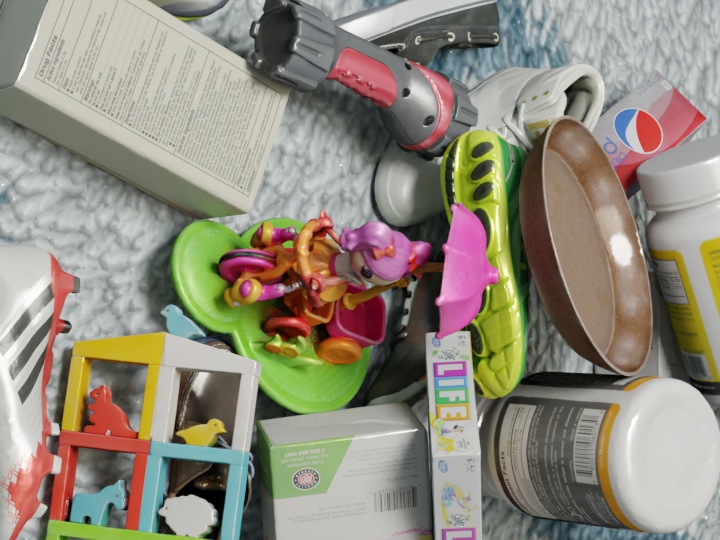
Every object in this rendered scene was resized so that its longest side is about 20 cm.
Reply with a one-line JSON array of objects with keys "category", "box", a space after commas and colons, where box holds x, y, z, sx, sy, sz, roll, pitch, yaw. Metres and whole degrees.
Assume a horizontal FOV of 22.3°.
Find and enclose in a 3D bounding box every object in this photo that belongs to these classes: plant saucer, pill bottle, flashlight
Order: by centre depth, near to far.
[{"category": "flashlight", "box": [0.003, -0.135, 1.333, 0.200, 0.068, 0.068, 17, 108, -49]}, {"category": "plant saucer", "box": [0.166, -0.016, 1.371, 0.200, 0.034, 0.201, 40, 43, -50]}, {"category": "pill bottle", "box": [0.170, 0.137, 1.414, 0.116, 0.200, 0.117, 0, 89, -38]}, {"category": "pill bottle", "box": [0.297, -0.002, 1.476, 0.114, 0.114, 0.201, -28, 104, -35]}]

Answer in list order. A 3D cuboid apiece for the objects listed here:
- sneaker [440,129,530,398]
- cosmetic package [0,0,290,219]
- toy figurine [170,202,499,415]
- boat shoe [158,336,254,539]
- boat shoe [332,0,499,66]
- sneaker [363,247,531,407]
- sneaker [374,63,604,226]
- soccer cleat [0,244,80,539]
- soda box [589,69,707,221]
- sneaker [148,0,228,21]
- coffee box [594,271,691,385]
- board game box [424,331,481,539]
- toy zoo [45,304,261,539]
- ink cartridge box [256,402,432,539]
[{"category": "sneaker", "box": [0.109, -0.005, 1.368, 0.083, 0.074, 0.201, 0, 89, -44]}, {"category": "cosmetic package", "box": [-0.155, -0.122, 1.259, 0.200, 0.073, 0.104, 30, 70, -33]}, {"category": "toy figurine", "box": [0.000, 0.000, 1.278, 0.200, 0.184, 0.151, 28, 55, -38]}, {"category": "boat shoe", "box": [-0.108, 0.144, 1.279, 0.072, 0.072, 0.201, 18, 76, -35]}, {"category": "boat shoe", "box": [0.039, -0.182, 1.418, 0.200, 0.069, 0.057, -22, 101, -39]}, {"category": "sneaker", "box": [0.052, 0.037, 1.428, 0.082, 0.077, 0.200, 42, 59, 2]}, {"category": "sneaker", "box": [0.107, -0.105, 1.436, 0.200, 0.115, 0.074, -42, 114, -30]}, {"category": "soccer cleat", "box": [-0.238, 0.079, 1.192, 0.085, 0.069, 0.201, 13, 76, -28]}, {"category": "soda box", "box": [0.200, -0.082, 1.522, 0.063, 0.070, 0.200, 45, 57, 8]}, {"category": "sneaker", "box": [-0.162, -0.240, 1.255, 0.200, 0.081, 0.074, 33, 68, -32]}, {"category": "coffee box", "box": [0.301, 0.061, 1.597, 0.199, 0.080, 0.115, 3, 85, -37]}, {"category": "board game box", "box": [0.069, 0.164, 1.338, 0.135, 0.034, 0.201, -90, 177, -53]}, {"category": "toy zoo", "box": [-0.139, 0.123, 1.234, 0.020, 0.131, 0.201, 46, 50, -76]}, {"category": "ink cartridge box", "box": [-0.009, 0.205, 1.320, 0.117, 0.067, 0.201, -6, 103, -12]}]
